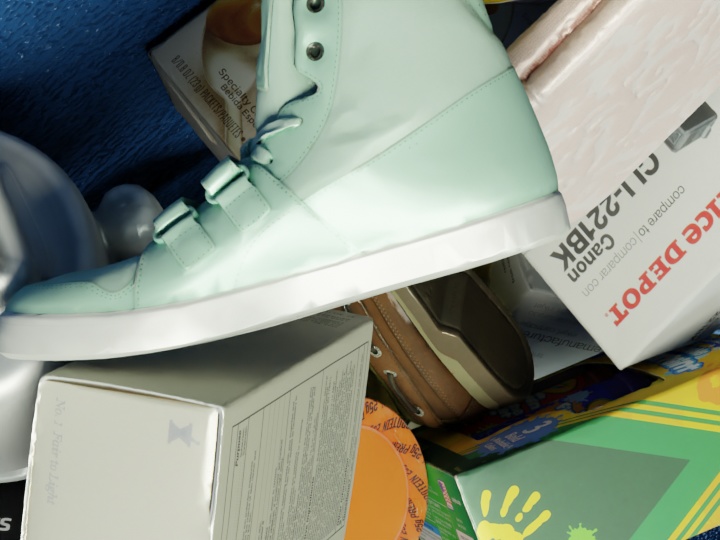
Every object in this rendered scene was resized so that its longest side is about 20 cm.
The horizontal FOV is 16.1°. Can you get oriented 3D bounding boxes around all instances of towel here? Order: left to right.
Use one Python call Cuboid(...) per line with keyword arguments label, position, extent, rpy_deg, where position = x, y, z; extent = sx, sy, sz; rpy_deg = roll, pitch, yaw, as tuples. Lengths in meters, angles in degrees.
Cuboid(label="towel", position=(0.110, -0.089, 1.020), extent=(0.191, 0.032, 0.200), rpy_deg=(-45, 164, 12))

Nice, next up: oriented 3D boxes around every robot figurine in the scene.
Cuboid(label="robot figurine", position=(-0.147, 0.016, 0.973), extent=(0.169, 0.113, 0.200), rpy_deg=(-20, 163, -5))

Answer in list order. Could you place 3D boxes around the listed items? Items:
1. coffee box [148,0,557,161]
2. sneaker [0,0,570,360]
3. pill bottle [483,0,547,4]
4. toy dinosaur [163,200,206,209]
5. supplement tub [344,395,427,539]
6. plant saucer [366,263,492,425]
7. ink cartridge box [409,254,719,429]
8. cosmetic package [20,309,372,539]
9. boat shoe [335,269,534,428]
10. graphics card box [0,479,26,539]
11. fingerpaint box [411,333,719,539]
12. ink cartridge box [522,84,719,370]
Cuboid(label="coffee box", position=(0.027, -0.101, 1.062), extent=(0.200, 0.114, 0.080), rpy_deg=(-39, 164, -6))
Cuboid(label="sneaker", position=(-0.039, -0.040, 0.870), extent=(0.200, 0.119, 0.074), rpy_deg=(-17, 180, 1))
Cuboid(label="pill bottle", position=(0.035, -0.158, 0.915), extent=(0.114, 0.114, 0.200), rpy_deg=(-43, 165, 12))
Cuboid(label="toy dinosaur", position=(-0.110, 0.015, 1.140), extent=(0.200, 0.086, 0.136), rpy_deg=(-50, 146, -4))
Cuboid(label="supplement tub", position=(-0.064, 0.103, 1.252), extent=(0.122, 0.123, 0.200), rpy_deg=(-31, -161, -31))
Cuboid(label="plant saucer", position=(0.007, 0.032, 1.368), extent=(0.200, 0.048, 0.200), rpy_deg=(-59, -171, 29))
Cuboid(label="ink cartridge box", position=(0.103, 0.055, 1.432), extent=(0.146, 0.086, 0.200), rpy_deg=(12, 134, -24))
Cuboid(label="cosmetic package", position=(-0.059, 0.076, 0.977), extent=(0.200, 0.073, 0.104), rpy_deg=(-23, 122, -73))
Cuboid(label="boat shoe", position=(0.000, 0.000, 1.195), extent=(0.068, 0.200, 0.072), rpy_deg=(-24, -156, 29))
Cuboid(label="graphics card box", position=(-0.190, 0.134, 1.062), extent=(0.199, 0.051, 0.126), rpy_deg=(3, 146, 7))
Cuboid(label="fingerpaint box", position=(0.113, 0.091, 1.244), extent=(0.166, 0.074, 0.200), rpy_deg=(-21, -176, -8))
Cuboid(label="ink cartridge box", position=(0.122, -0.076, 1.193), extent=(0.084, 0.200, 0.144), rpy_deg=(-19, 154, -54))
